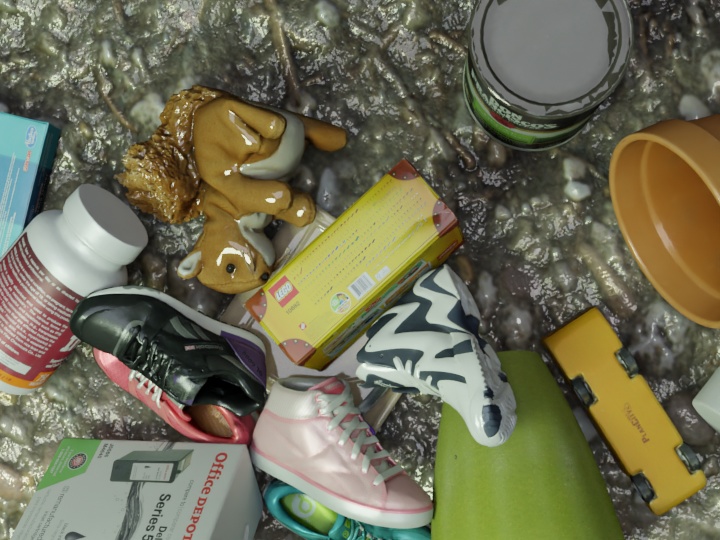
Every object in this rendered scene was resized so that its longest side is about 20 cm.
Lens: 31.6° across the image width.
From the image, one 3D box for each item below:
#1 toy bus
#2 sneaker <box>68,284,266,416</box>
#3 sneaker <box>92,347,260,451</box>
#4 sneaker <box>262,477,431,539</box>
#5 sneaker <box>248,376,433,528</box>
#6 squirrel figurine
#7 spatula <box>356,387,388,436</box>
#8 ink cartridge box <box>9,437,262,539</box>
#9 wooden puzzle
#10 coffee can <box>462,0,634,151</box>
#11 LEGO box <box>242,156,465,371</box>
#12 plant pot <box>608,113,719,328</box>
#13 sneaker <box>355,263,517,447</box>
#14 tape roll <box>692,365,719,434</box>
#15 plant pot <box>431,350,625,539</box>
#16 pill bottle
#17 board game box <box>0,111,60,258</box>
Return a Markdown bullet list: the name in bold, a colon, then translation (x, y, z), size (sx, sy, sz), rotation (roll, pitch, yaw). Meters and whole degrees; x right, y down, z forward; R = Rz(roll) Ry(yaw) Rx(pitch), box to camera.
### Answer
- **toy bus**: translation (0.256, 0.136, 1.245), size (0.065, 0.078, 0.201), rotation (-32, 86, 0)
- **sneaker**: translation (-0.176, 0.079, 1.197), size (0.198, 0.088, 0.076), rotation (18, 120, -20)
- **sneaker**: translation (-0.182, 0.115, 1.264), size (0.199, 0.087, 0.074), rotation (33, 88, 4)
- **sneaker**: translation (-0.007, 0.260, 1.251), size (0.198, 0.080, 0.078), rotation (22, 87, 3)
- **sneaker**: translation (-0.014, 0.164, 1.199), size (0.199, 0.075, 0.106), rotation (21, 105, 27)
- **squirrel figurine**: translation (-0.138, -0.079, 1.266), size (0.198, 0.141, 0.189), rotation (20, 100, 20)
- **spatula**: translation (0.021, 0.111, 1.248), size (0.056, 0.021, 0.201), rotation (34, 88, 20)
- **ink cartridge box**: translation (-0.208, 0.239, 1.205), size (0.198, 0.146, 0.085), rotation (-1, 126, 15)
- **wooden puzzle**: translation (-0.030, 0.056, 1.289), size (0.199, 0.037, 0.186), rotation (34, 89, 9)
- **coffee can**: translation (0.172, -0.200, 1.206), size (0.145, 0.200, 0.148), rotation (0, 87, 3)
- **LEGO box**: translation (0.000, 0.000, 1.196), size (0.200, 0.149, 0.077), rotation (-42, 80, 1)
- **plant pot**: translation (0.351, -0.065, 1.206), size (0.139, 0.200, 0.201), rotation (-26, 86, -16)
- **sneaker**: translation (0.060, 0.099, 1.171), size (0.129, 0.079, 0.200), rotation (-32, 52, 16)
- **tape roll**: translation (0.407, 0.158, 1.176), size (0.202, 0.202, 0.071), rotation (39, 90, 4)
- **plant pot**: translation (0.144, 0.186, 1.213), size (0.185, 0.187, 0.202), rotation (-10, 70, 2)
- **pill bottle**: translation (-0.301, 0.017, 1.239), size (0.113, 0.113, 0.200), rotation (45, 107, 4)
- **board game box**: translation (-0.425, -0.098, 1.307), size (0.198, 0.047, 0.153), rotation (14, 88, 4)
